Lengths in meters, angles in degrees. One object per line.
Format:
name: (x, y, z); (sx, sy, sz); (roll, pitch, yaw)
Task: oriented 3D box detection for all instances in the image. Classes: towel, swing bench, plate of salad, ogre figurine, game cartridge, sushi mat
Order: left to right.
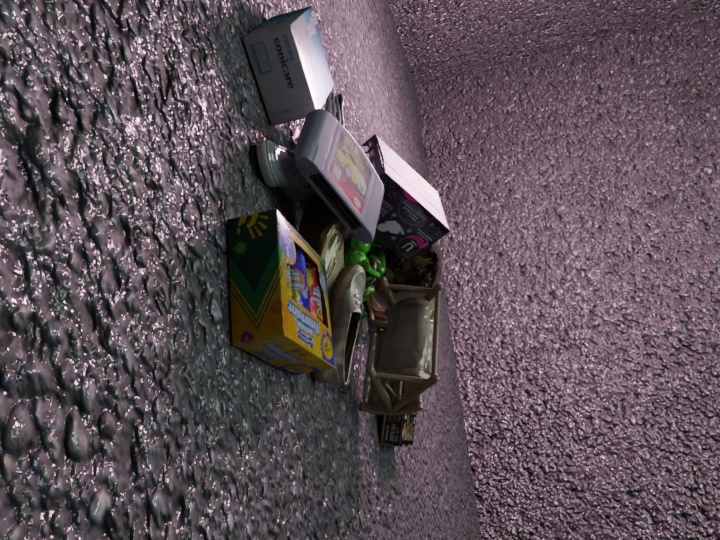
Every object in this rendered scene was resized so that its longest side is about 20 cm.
towel: (-0.055, -0.192, 1.263); (0.191, 0.032, 0.201); (106, -15, -53)
game cartridge: (-0.028, -0.154, 1.100); (0.200, 0.041, 0.134); (49, 36, -37)
ogre figurine: (0.000, 0.000, 1.331); (0.098, 0.201, 0.120); (35, -1, 25)
sushi mat: (0.008, 0.022, 1.465); (0.096, 0.012, 0.201); (-108, -173, -70)
plate of salad: (0.081, -0.006, 1.420); (0.048, 0.199, 0.202); (8, 69, -48)
swing bench: (0.076, 0.149, 1.312); (0.200, 0.129, 0.200); (98, 0, -58)

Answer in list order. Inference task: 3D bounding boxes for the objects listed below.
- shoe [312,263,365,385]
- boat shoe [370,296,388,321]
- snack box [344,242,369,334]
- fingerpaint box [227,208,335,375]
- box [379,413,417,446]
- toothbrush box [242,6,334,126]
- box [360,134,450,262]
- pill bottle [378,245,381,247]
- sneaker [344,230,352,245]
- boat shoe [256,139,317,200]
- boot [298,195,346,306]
shoe: (-0.021, 0.088, 1.111); (0.070, 0.053, 0.201); (35, 69, -61)
boat shoe: (0.052, 0.072, 1.621); (0.200, 0.071, 0.068); (-74, 168, -70)
snack box: (-0.015, 0.029, 1.434); (0.072, 0.024, 0.201); (-32, 111, -78)
fingerpaint box: (-0.100, 0.037, 0.921); (0.200, 0.073, 0.168); (51, 30, -65)
box: (0.095, 0.287, 1.537); (0.160, 0.049, 0.201); (38, 59, -69)
toothbrush box: (-0.115, -0.350, 1.168); (0.200, 0.085, 0.147); (-80, 156, -60)
box: (0.058, -0.135, 1.320); (0.200, 0.115, 0.133); (37, 28, -34)
pill bottle: (0.050, -0.051, 1.592); (0.200, 0.113, 0.114); (-66, 143, -70)
sneaker: (-0.044, -0.128, 1.386); (0.201, 0.072, 0.085); (-93, -161, -50)
boat shoe: (-0.103, -0.161, 1.087); (0.201, 0.071, 0.071); (31, 49, -74)
boot: (-0.048, -0.021, 1.157); (0.156, 0.072, 0.201); (66, 33, -48)
